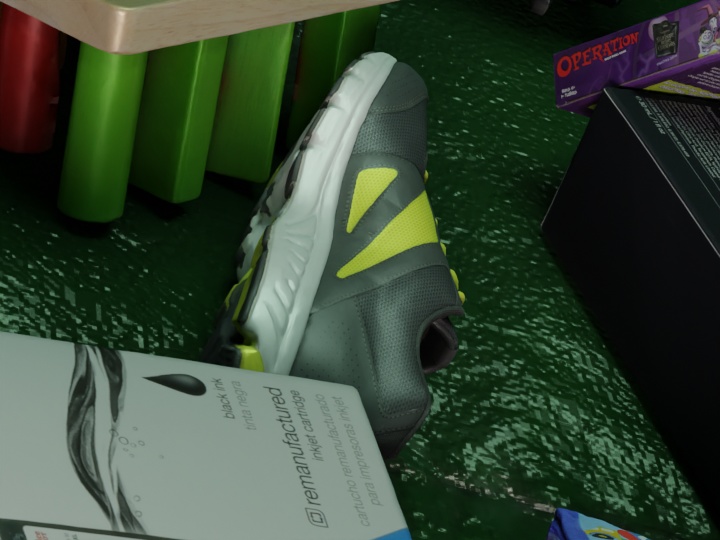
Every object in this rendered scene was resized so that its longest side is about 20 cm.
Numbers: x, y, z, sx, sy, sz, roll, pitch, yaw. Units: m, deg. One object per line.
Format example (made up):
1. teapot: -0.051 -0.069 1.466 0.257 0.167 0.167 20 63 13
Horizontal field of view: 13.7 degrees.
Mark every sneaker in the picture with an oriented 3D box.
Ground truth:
1. sneaker: 0.000 0.000 1.100 0.084 0.075 0.201 29 43 -8

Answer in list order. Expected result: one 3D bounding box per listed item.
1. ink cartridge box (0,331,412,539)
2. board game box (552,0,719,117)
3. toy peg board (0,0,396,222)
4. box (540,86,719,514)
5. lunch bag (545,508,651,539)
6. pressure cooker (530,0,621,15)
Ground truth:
1. ink cartridge box: -0.088 0.095 0.878 0.199 0.085 0.146 10 35 -25
2. board game box: 0.189 -0.077 1.259 0.199 0.120 0.033 12 72 -45
3. toy peg board: -0.099 -0.103 1.176 0.199 0.098 0.199 27 27 34
4. box: 0.179 0.021 1.179 0.140 0.079 0.200 3 37 -28
5. lunch bag: 0.128 0.152 0.964 0.150 0.095 0.200 20 20 -6
6. pressure cooker: 0.091 -0.226 1.389 0.199 0.177 0.179 22 35 1
